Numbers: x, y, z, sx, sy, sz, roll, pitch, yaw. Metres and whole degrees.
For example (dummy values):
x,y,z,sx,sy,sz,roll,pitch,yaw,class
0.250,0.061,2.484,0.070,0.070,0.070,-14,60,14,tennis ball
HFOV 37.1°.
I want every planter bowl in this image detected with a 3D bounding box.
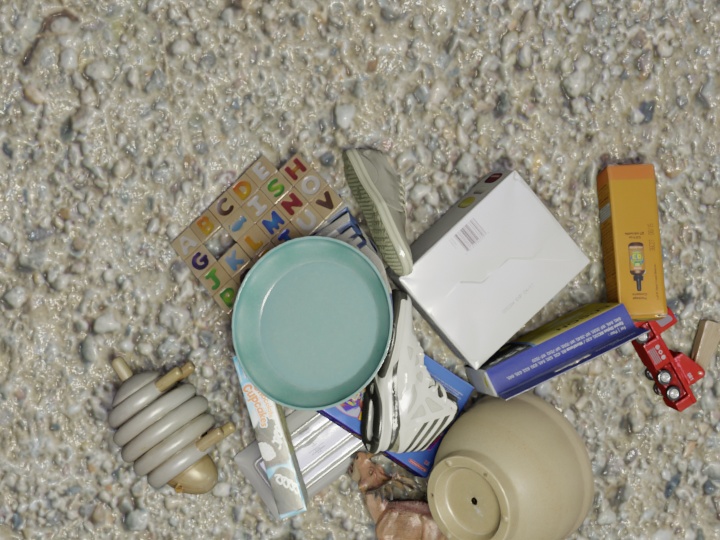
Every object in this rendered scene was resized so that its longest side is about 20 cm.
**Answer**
x,y,z,sx,sy,sz,roll,pitch,yaw,class
0.165,0.261,1.304,0.134,0.198,0.203,-17,98,-50,planter bowl

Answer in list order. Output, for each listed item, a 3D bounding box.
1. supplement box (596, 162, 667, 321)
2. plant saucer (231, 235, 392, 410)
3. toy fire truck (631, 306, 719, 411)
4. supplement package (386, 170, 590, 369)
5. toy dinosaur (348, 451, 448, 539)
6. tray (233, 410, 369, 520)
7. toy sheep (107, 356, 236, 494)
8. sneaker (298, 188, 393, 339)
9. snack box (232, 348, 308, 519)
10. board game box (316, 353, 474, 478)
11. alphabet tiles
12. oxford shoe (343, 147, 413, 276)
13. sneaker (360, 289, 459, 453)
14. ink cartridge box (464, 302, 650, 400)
x,y,z,sx,sy,sz,roll,pitch,yaw,class
0.353,-0.034,1.402,0.065,0.069,0.203,-2,79,-3,supplement box
-0.053,0.062,1.255,0.197,0.036,0.203,-3,80,16,plant saucer
0.456,0.115,1.457,0.140,0.049,0.202,-31,97,-5,toy fire truck
0.158,-0.005,1.375,0.200,0.111,0.156,-42,99,-4,supplement package
0.070,0.320,1.383,0.197,0.086,0.137,17,104,-7,toy dinosaur
-0.057,0.229,1.405,0.199,0.022,0.108,-37,97,-4,tray
-0.242,0.189,1.324,0.137,0.138,0.201,-34,83,-5,toy sheep
0.000,-0.001,1.341,0.080,0.115,0.201,-30,60,11,sneaker
-0.110,0.198,1.330,0.037,0.116,0.203,-17,85,-3,snack box
0.031,0.156,1.384,0.199,0.045,0.135,34,75,-10,board game box
-0.120,-0.047,1.333,0.200,0.008,0.167,-44,63,0,alphabet tiles
0.033,-0.080,1.332,0.057,0.076,0.202,-12,53,-14,oxford shoe
0.067,0.128,1.346,0.114,0.075,0.204,7,89,-24,sneaker
0.238,0.098,1.348,0.196,0.200,0.048,-25,88,-6,ink cartridge box
